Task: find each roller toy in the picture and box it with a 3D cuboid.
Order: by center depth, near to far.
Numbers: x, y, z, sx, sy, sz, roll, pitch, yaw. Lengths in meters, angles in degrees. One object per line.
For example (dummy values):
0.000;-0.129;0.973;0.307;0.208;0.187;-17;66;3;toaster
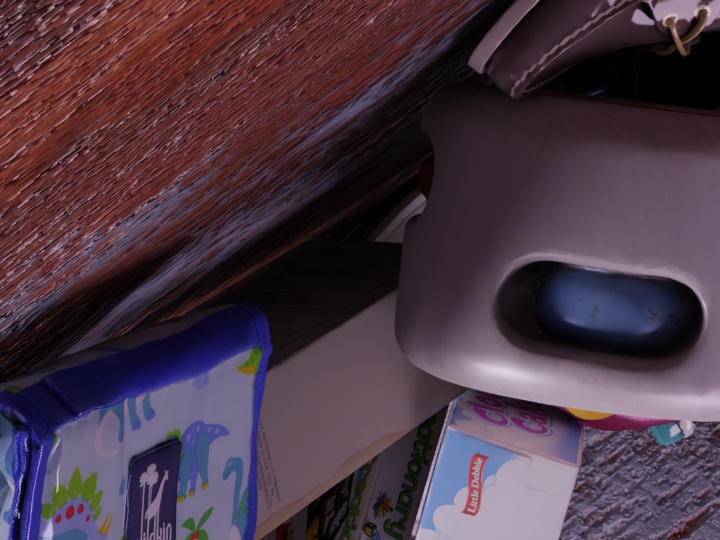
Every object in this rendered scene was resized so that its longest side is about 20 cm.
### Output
0.107;-0.005;1.174;0.182;0.140;0.200;3;-173;-39;roller toy

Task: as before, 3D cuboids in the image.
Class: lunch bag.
-0.130;0.102;1.057;0.200;0.127;0.170;-55;165;28;lunch bag

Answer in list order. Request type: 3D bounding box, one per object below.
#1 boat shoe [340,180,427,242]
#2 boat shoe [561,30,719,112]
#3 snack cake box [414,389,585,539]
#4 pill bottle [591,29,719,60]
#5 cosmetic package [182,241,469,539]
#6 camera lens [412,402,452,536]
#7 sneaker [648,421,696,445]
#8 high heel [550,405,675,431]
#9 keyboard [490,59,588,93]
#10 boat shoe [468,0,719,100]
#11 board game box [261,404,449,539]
0.000;0.000;1.438;0.062;0.073;0.200;21;-125;43;boat shoe
0.156;-0.096;1.311;0.200;0.069;0.084;-9;-120;49;boat shoe
0.068;0.110;1.344;0.200;0.067;0.115;-64;171;-75;snack cake box
0.181;-0.084;1.501;0.113;0.113;0.200;-39;175;21;pill bottle
-0.042;0.055;1.241;0.103;0.073;0.200;2;-158;40;cosmetic package
0.061;0.054;1.652;0.200;0.160;0.160;-38;175;7;camera lens
0.111;0.028;1.533;0.080;0.200;0.078;-44;177;-3;sneaker
0.102;0.002;1.345;0.200;0.096;0.067;-107;-143;-53;high heel
0.110;-0.103;1.273;0.104;0.040;0.200;-35;174;-31;keyboard
0.134;-0.126;1.111;0.200;0.060;0.072;-36;175;-19;boat shoe
-0.023;0.148;1.415;0.126;0.035;0.200;-17;-131;54;board game box
